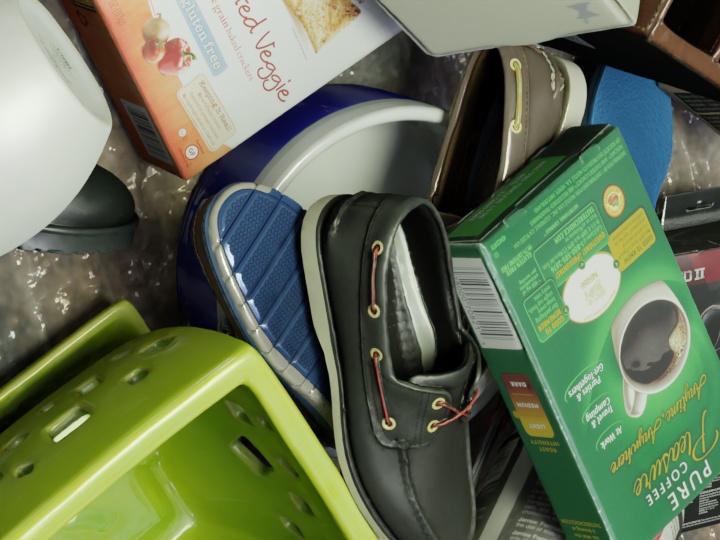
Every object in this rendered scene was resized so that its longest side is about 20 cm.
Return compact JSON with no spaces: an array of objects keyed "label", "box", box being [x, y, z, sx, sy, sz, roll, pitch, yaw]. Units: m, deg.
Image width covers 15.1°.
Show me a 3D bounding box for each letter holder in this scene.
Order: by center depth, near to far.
[{"label":"letter holder","box":[0.157,-0.187,1.475,0.100,0.200,0.143,27,89,-37]}]

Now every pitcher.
[{"label":"pitcher","box":[-0.234,-0.066,1.274,0.199,0.121,0.172,-33,99,8]}]

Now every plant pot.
[{"label":"plant pot","box":[-0.124,0.145,1.416,0.199,0.181,0.201,-39,121,-16]}]

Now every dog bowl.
[{"label":"dog bowl","box":[0.000,0.000,1.511,0.199,0.079,0.202,-9,108,-29]}]

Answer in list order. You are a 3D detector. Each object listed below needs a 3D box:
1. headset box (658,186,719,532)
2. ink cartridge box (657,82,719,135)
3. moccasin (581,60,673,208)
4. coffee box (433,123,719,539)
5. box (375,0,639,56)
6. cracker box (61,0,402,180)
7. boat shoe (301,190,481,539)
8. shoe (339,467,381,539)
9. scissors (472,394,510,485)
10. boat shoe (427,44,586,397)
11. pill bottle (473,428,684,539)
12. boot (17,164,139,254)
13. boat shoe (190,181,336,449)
[{"label":"headset box","box":[0.207,0.049,1.653,0.148,0.075,0.202,-11,110,-28]},{"label":"ink cartridge box","box":[0.278,-0.175,1.555,0.075,0.164,0.201,33,74,-26]},{"label":"moccasin","box":[0.128,-0.044,1.568,0.080,0.068,0.201,32,59,-32]},{"label":"coffee box","box":[0.124,0.040,1.425,0.123,0.044,0.201,-40,114,-33]},{"label":"box","box":[0.078,-0.229,1.406,0.109,0.127,0.201,40,52,-47]},{"label":"cracker box","box":[-0.054,-0.160,1.444,0.200,0.058,0.135,-37,120,-18]},{"label":"boat shoe","box":[0.025,0.057,1.369,0.074,0.063,0.203,-32,115,-47]},{"label":"shoe","box":[0.015,0.205,1.506,0.053,0.070,0.202,-2,106,-9]},{"label":"scissors","box":[0.082,0.073,1.541,0.014,0.200,0.074,22,111,7]},{"label":"boat shoe","box":[0.060,-0.026,1.450,0.059,0.072,0.201,20,88,-37]},{"label":"pill bottle","box":[0.114,0.153,1.513,0.117,0.116,0.201,55,47,-31]},{"label":"boot","box":[-0.189,-0.099,1.370,0.197,0.073,0.164,8,103,-27]},{"label":"boat shoe","box":[-0.037,0.036,1.401,0.072,0.072,0.201,-52,125,-29]}]
